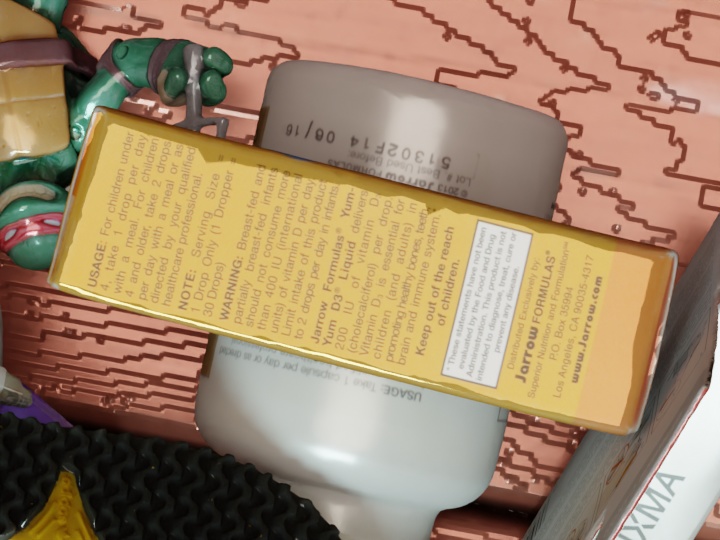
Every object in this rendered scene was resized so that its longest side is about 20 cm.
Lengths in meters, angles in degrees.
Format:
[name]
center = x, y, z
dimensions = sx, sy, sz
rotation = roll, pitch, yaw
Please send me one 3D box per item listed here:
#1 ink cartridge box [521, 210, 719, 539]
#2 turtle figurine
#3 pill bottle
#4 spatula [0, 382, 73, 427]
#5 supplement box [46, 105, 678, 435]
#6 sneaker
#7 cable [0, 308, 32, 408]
[ink cartridge box]
center = 0.091, 0.091, 0.945
dimensions = 0.043, 0.174, 0.201
rotation = 28, 113, -2
[turtle figurine]
center = -0.132, -0.076, 1.019
dimensions = 0.149, 0.101, 0.201
rotation = -10, 72, -16
[pill bottle]
center = 0.001, 0.032, 1.007
dimensions = 0.114, 0.114, 0.201
rotation = 13, 89, 1
[spatula]
center = -0.176, 0.021, 1.057
dimensions = 0.056, 0.021, 0.200
rotation = -43, 85, 20
[supplement box]
center = 0.000, 0.000, 0.917
dimensions = 0.199, 0.067, 0.069
rotation = 12, 89, -3
[sneaker]
center = -0.096, 0.104, 0.947
dimensions = 0.199, 0.090, 0.070
rotation = 16, 50, -7
[cable]
center = -0.227, 0.026, 0.986
dimensions = 0.199, 0.069, 0.200
rotation = -31, 119, 33
